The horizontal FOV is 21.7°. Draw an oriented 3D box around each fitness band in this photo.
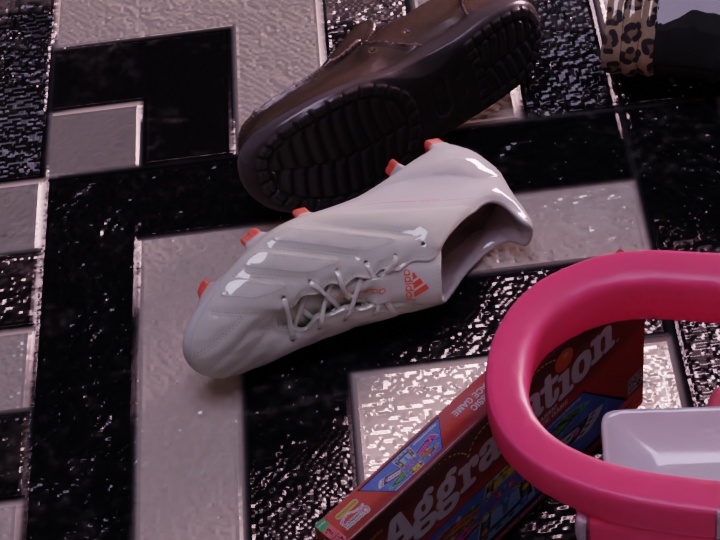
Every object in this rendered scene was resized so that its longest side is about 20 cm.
[{"bbox_3d":[0.150,0.054,0.775,0.198,0.038,0.144,6,46,12],"label":"fitness band"}]

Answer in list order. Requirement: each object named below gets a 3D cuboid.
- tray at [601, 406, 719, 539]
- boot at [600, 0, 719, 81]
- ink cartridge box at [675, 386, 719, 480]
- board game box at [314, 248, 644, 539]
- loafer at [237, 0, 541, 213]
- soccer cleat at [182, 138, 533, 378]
[{"bbox_3d":[0.199,0.101,0.761,0.198,0.022,0.108,-2,46,6],"label":"tray"},{"bbox_3d":[0.223,-0.175,1.086,0.149,0.073,0.201,6,55,13],"label":"boot"},{"bbox_3d":[0.217,0.151,0.785,0.199,0.085,0.146,18,53,20],"label":"ink cartridge box"},{"bbox_3d":[0.060,0.085,0.852,0.019,0.103,0.200,33,60,32],"label":"board game box"},{"bbox_3d":[0.009,-0.098,1.053,0.199,0.073,0.071,-29,40,-24],"label":"loafer"},{"bbox_3d":[0.000,0.000,0.963,0.199,0.070,0.078,-32,55,-23],"label":"soccer cleat"}]
